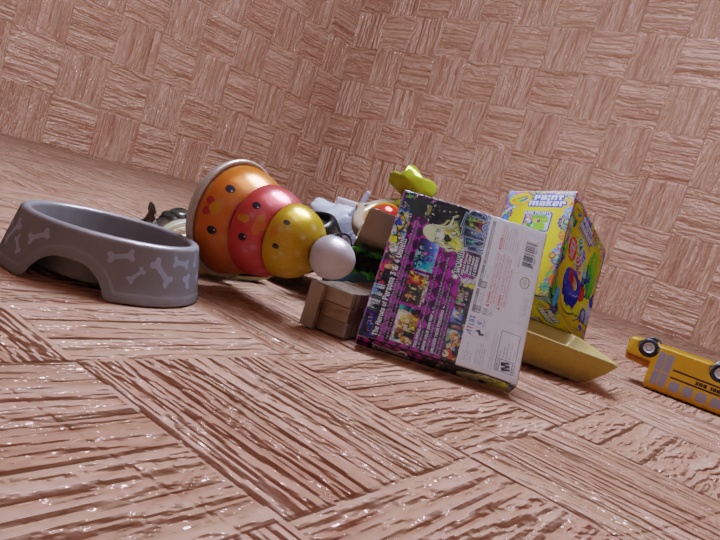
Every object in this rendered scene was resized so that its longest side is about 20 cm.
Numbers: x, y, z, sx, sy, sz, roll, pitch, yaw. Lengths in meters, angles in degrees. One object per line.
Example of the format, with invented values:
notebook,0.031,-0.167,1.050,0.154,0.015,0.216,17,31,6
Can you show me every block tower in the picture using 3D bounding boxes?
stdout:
block tower,0.003,0.046,0.781,0.058,0.054,0.200,19,7,26

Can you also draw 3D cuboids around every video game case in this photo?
video game case,0.108,0.018,0.720,0.181,0.200,0.036,17,-26,3

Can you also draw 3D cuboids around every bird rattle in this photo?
bird rattle,0.067,-0.078,1.061,0.163,0.113,0.200,-8,42,3

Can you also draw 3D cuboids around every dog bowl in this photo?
dog bowl,-0.261,-0.022,0.648,0.200,0.059,0.200,17,5,-2

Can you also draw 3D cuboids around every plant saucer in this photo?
plant saucer,0.254,0.105,0.938,0.200,0.049,0.200,21,7,1

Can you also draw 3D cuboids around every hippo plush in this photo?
hippo plush,-0.080,-0.070,1.374,0.200,0.160,0.161,2,25,46

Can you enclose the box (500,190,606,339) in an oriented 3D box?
box,0.317,-0.003,1.071,0.122,0.193,0.200,6,-23,38

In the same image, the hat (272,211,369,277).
hat,-0.081,-0.050,0.997,0.200,0.081,0.201,-13,12,3

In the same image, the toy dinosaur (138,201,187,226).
toy dinosaur,-0.268,-0.070,0.975,0.102,0.077,0.200,26,12,17

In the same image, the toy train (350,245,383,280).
toy train,0.006,-0.009,0.864,0.200,0.042,0.056,19,-5,17

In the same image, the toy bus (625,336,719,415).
toy bus,0.527,0.170,1.001,0.200,0.078,0.065,21,8,30

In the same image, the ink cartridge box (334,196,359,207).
ink cartridge box,0.034,-0.083,1.588,0.200,0.147,0.146,23,8,39

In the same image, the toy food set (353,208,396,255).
toy food set,0.070,-0.042,0.872,0.143,0.061,0.200,23,-4,-2

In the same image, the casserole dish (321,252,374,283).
casserole dish,0.000,0.000,0.987,0.121,0.039,0.200,-6,12,8

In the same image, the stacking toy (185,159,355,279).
stacking toy,-0.088,-0.041,0.722,0.200,0.146,0.146,19,6,31

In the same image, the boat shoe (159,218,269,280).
boat shoe,-0.184,-0.019,0.826,0.076,0.072,0.200,38,17,26
